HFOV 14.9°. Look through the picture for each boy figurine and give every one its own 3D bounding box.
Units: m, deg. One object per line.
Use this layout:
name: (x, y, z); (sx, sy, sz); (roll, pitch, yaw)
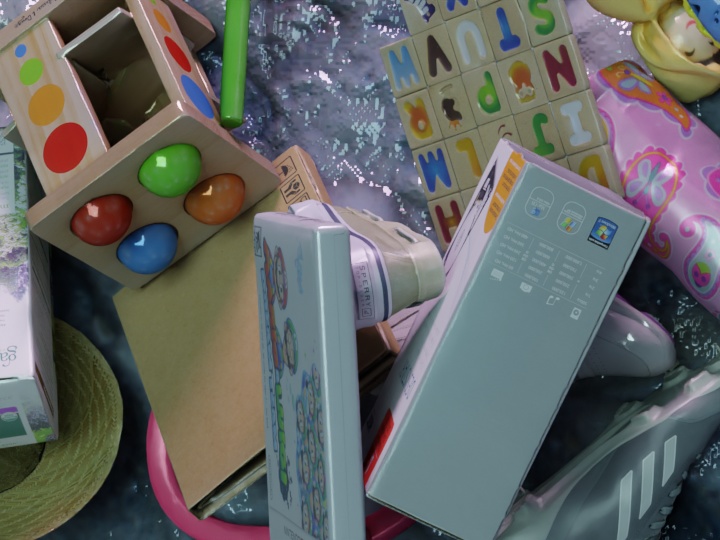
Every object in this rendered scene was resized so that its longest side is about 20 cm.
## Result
boy figurine: (0.170, -0.196, 1.650); (0.064, 0.124, 0.201); (-10, 97, 53)

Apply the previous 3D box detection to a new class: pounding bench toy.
pounding bench toy: (-0.118, -0.108, 1.733); (0.199, 0.124, 0.157); (-35, 59, 14)

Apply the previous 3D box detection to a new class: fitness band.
fitness band: (-0.040, 0.107, 1.738); (0.199, 0.037, 0.145); (-3, 79, 21)

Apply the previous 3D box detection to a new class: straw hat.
straw hat: (-0.250, 0.121, 1.788); (0.199, 0.085, 0.202); (0, 54, 0)

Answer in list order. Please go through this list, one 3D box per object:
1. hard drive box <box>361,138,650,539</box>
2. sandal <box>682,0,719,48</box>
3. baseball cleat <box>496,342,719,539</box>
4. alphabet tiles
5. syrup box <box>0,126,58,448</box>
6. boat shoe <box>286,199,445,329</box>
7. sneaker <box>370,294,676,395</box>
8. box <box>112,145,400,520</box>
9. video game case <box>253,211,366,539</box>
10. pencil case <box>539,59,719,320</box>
hard drive box: (0.075, 0.037, 1.535); (0.076, 0.156, 0.201); (24, 95, -5)
sandal: (0.257, -0.129, 1.588); (0.079, 0.087, 0.200); (-43, 89, 2)
baseball cleat: (0.166, 0.137, 1.638); (0.200, 0.070, 0.107); (-37, 97, 7)
alphabet tiles: (0.082, -0.090, 1.664); (0.166, 0.006, 0.201); (-16, 93, 50)
syrup box: (-0.241, 0.012, 1.761); (0.078, 0.082, 0.201); (-8, 56, 2)
boat shoe: (0.000, 0.000, 1.599); (0.062, 0.200, 0.073); (-7, 102, -12)
sneaker: (0.092, 0.054, 1.656); (0.199, 0.075, 0.100); (7, 65, 27)
box: (-0.068, 0.036, 1.718); (0.163, 0.021, 0.201); (-39, 44, 14)
video game case: (-0.030, 0.070, 1.548); (0.024, 0.182, 0.202); (-4, 94, -12)
pencil case: (0.196, -0.035, 1.633); (0.088, 0.087, 0.200); (-48, 69, 10)
